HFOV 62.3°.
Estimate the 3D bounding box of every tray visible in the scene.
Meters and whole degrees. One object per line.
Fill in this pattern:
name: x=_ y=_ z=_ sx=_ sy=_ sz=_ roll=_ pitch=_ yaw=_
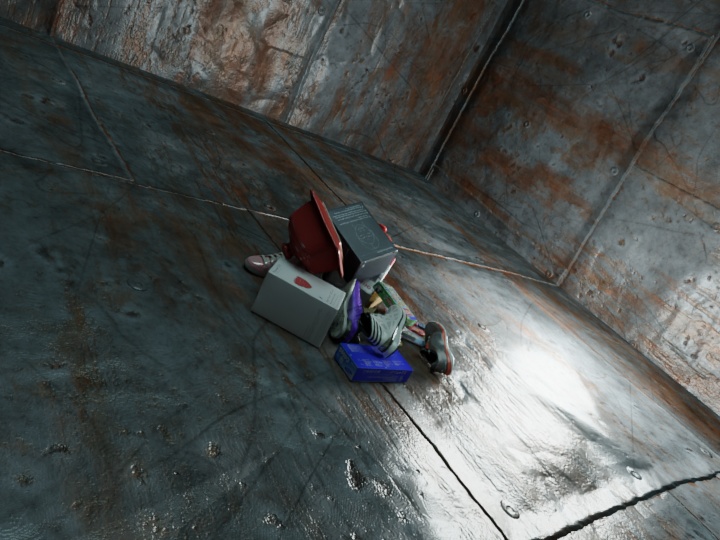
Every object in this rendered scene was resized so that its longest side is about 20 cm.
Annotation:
tray: x=0.025 y=0.067 z=1.915 sx=0.098 sy=0.037 sz=0.199 roll=34 pitch=21 yaw=13

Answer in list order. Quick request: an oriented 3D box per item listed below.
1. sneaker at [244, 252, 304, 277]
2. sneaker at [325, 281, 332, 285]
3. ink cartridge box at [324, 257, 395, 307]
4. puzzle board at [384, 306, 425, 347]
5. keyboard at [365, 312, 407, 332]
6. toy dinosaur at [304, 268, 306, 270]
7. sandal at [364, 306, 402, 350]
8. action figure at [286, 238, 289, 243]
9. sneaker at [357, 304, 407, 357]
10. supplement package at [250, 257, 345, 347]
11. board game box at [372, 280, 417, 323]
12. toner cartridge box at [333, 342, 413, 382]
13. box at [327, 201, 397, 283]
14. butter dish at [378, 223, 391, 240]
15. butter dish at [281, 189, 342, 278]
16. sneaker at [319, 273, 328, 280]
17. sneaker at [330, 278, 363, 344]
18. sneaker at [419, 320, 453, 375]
sneaker: x=-0.228 y=-0.031 z=1.702 sx=0.197 sy=0.106 sz=0.076 roll=16 pitch=26 yaw=-32
sneaker: x=-0.144 y=0.072 z=1.648 sx=0.196 sy=0.075 sz=0.083 roll=16 pitch=38 yaw=-19
ink cartridge box: x=0.000 y=0.000 z=1.812 sx=0.145 sy=0.085 sz=0.201 roll=36 pitch=47 yaw=0
puzzle board: x=0.166 y=0.186 z=1.848 sx=0.197 sy=0.018 sz=0.151 roll=25 pitch=20 yaw=-11
keyboard: x=0.073 y=0.147 z=1.674 sx=0.199 sy=0.011 sz=0.057 roll=12 pitch=47 yaw=-58
toy dinosaur: x=-0.131 y=-0.052 z=1.716 sx=0.088 sy=0.047 sz=0.202 roll=38 pitch=28 yaw=-36
sandal: x=0.043 y=0.140 z=1.710 sx=0.210 sy=0.070 sz=0.077 roll=35 pitch=21 yaw=16
action figure: x=-0.177 y=-0.064 z=1.913 sx=0.128 sy=0.071 sz=0.201 roll=18 pitch=18 yaw=-9
sneaker: x=0.056 y=0.127 z=1.562 sx=0.115 sy=0.075 sz=0.201 roll=42 pitch=27 yaw=-14
supplement package: x=-0.156 y=0.078 z=1.513 sx=0.197 sy=0.121 sz=0.122 roll=28 pitch=21 yaw=-2
board game box: x=0.105 y=0.101 z=1.766 sx=0.135 sy=0.029 sz=0.200 roll=53 pitch=7 yaw=13
toner cartridge box: x=0.035 y=0.235 z=1.511 sx=0.197 sy=0.044 sz=0.095 roll=12 pitch=25 yaw=-41
box: x=-0.015 y=-0.082 z=1.735 sx=0.147 sy=0.108 sz=0.201 roll=-18 pitch=62 yaw=-37
butter dish: x=0.041 y=-0.099 z=2.076 sx=0.198 sy=0.149 sz=0.200 roll=32 pitch=-21 yaw=10
butter dish: x=-0.137 y=-0.074 z=1.572 sx=0.200 sy=0.145 sz=0.203 roll=88 pitch=-21 yaw=-68
sneaker: x=-0.074 y=-0.007 z=1.875 sx=0.075 sy=0.089 sz=0.201 roll=26 pitch=20 yaw=-7
sneaker: x=-0.020 y=0.121 z=1.621 sx=0.099 sy=0.069 sz=0.203 roll=35 pitch=45 yaw=-24
sneaker: x=0.210 y=0.218 z=1.738 sx=0.080 sy=0.078 sz=0.201 roll=4 pitch=33 yaw=-15
